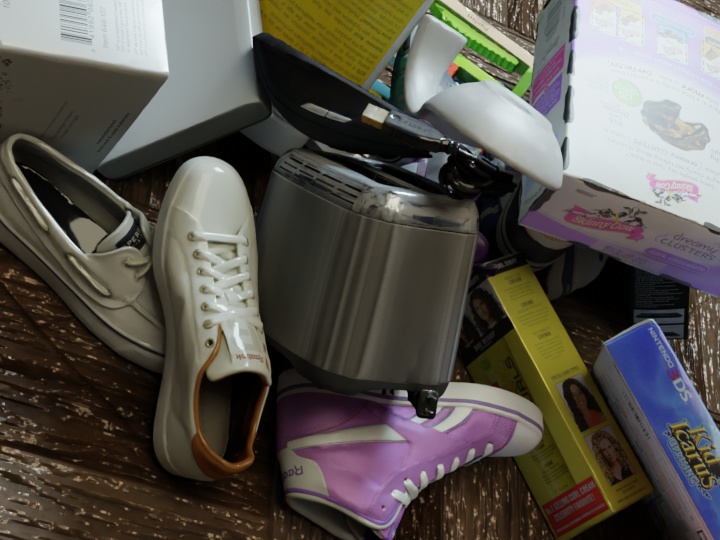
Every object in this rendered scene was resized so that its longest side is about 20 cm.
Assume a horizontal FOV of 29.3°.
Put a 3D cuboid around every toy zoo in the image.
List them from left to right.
[{"bbox_3d":[0.039,-0.123,1.078,0.131,0.020,0.201,35,70,3],"label":"toy zoo"}]

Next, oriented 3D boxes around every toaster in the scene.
[{"bbox_3d":[0.000,0.000,0.892,0.112,0.200,0.131,6,103,-29],"label":"toaster"}]

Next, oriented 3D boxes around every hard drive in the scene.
[{"bbox_3d":[-0.132,-0.174,0.974,0.026,0.130,0.202,40,36,-55],"label":"hard drive"}]

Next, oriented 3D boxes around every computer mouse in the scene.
[{"bbox_3d":[0.001,-0.089,0.864,0.199,0.046,0.140,31,7,8],"label":"computer mouse"}]

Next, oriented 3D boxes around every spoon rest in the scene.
[{"bbox_3d":[0.072,-0.104,0.911,0.099,0.061,0.201,26,19,-27],"label":"spoon rest"}]

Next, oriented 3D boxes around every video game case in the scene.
[{"bbox_3d":[0.230,0.147,0.986,0.045,0.181,0.202,-26,76,-3],"label":"video game case"}]

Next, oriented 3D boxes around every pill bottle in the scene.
[{"bbox_3d":[-0.022,-0.184,0.993,0.111,0.201,0.111,35,13,-10],"label":"pill bottle"}]

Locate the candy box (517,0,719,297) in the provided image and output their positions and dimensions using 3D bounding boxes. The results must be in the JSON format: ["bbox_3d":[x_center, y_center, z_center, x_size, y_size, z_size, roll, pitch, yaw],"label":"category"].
[{"bbox_3d":[0.208,-0.103,0.999,0.166,0.072,0.202,20,56,-14],"label":"candy box"}]

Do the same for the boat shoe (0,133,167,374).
[{"bbox_3d":[-0.158,-0.011,0.888,0.200,0.066,0.072,43,47,-4],"label":"boat shoe"}]

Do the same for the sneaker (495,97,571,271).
[{"bbox_3d":[0.167,-0.097,1.066,0.078,0.079,0.202,24,63,-12],"label":"sneaker"}]

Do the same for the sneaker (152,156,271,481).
[{"bbox_3d":[-0.081,0.028,0.853,0.072,0.084,0.203,2,87,-36],"label":"sneaker"}]

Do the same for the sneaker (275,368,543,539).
[{"bbox_3d":[0.036,0.136,0.933,0.198,0.073,0.116,7,62,-20],"label":"sneaker"}]

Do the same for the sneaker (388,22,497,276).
[{"bbox_3d":[0.063,-0.089,1.019,0.086,0.074,0.203,5,73,-6],"label":"sneaker"}]

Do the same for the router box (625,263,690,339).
[{"bbox_3d":[0.244,-0.069,1.143,0.051,0.158,0.202,-2,54,11],"label":"router box"}]

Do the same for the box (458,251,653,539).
[{"bbox_3d":[0.132,0.092,1.018,0.050,0.075,0.202,-17,74,-37],"label":"box"}]

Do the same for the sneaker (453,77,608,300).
[{"bbox_3d":[0.120,-0.068,1.110,0.088,0.075,0.201,-30,81,-42],"label":"sneaker"}]

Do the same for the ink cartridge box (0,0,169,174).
[{"bbox_3d":[-0.243,-0.165,0.868,0.198,0.144,0.149,7,64,-31],"label":"ink cartridge box"}]
